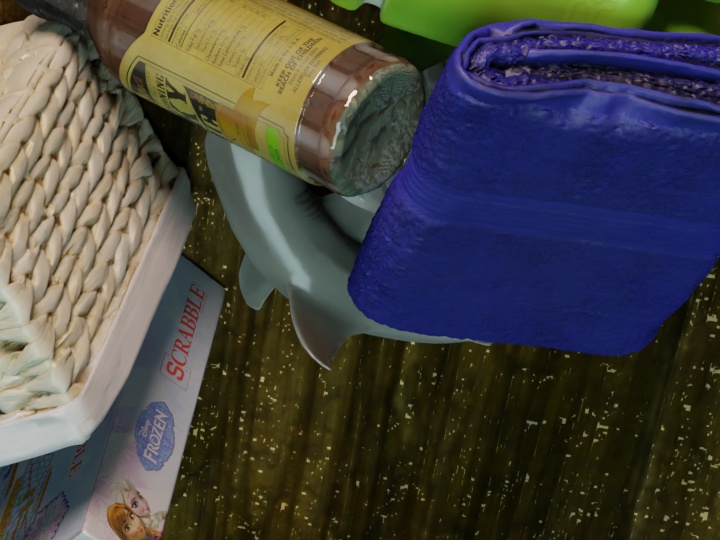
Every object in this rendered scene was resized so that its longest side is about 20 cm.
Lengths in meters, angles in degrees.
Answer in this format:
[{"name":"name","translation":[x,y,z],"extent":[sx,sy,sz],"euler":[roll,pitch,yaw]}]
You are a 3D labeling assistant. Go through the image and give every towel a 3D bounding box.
[{"name":"towel","translation":[0.083,-0.033,0.985],"extent":[0.147,0.050,0.200],"euler":[8,150,-11]}]

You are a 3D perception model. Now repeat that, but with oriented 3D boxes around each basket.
[{"name":"basket","translation":[-0.173,-0.013,1.063],"extent":[0.135,0.200,0.124],"euler":[-16,117,20]}]

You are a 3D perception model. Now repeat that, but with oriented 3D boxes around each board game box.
[{"name":"board game box","translation":[-0.155,0.113,1.152],"extent":[0.041,0.200,0.199],"euler":[37,126,-20]}]

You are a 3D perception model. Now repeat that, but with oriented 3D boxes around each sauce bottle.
[{"name":"sauce bottle","translation":[-0.065,-0.095,1.013],"extent":[0.200,0.065,0.065],"euler":[28,137,33]}]

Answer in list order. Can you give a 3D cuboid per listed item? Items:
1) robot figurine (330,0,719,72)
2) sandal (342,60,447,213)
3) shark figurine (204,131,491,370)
[{"name":"robot figurine","translation":[0.058,-0.145,0.965],"extent":[0.199,0.116,0.176],"euler":[16,137,-2]},{"name":"sandal","translation":[0.077,-0.055,1.069],"extent":[0.202,0.083,0.050],"euler":[-2,161,13]},{"name":"shark figurine","translation":[0.013,0.016,1.120],"extent":[0.214,0.090,0.128],"euler":[21,130,-4]}]
